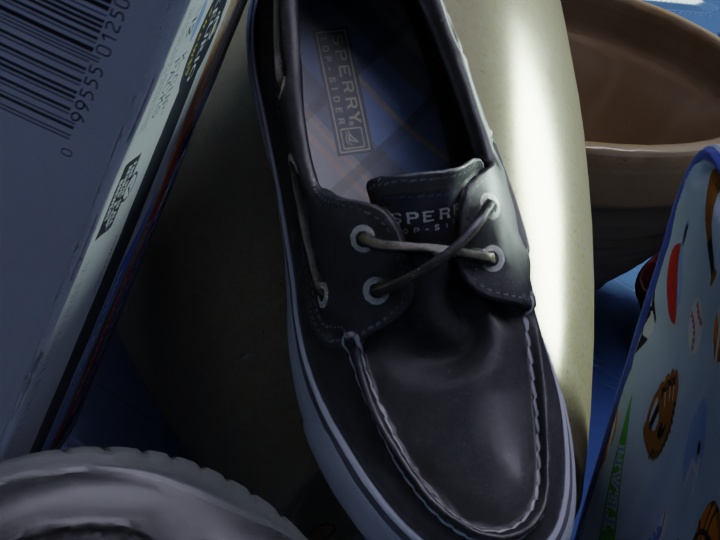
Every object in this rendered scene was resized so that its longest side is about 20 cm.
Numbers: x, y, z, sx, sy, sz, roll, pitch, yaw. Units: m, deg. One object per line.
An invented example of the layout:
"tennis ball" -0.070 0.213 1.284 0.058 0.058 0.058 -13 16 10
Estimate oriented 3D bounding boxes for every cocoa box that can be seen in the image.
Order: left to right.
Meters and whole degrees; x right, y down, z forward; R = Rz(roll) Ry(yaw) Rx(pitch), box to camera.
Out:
"cocoa box" -0.120 -0.037 0.628 0.133 0.201 0.131 25 21 1

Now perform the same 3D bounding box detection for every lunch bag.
"lunch bag" 0.106 0.070 0.628 0.075 0.201 0.161 11 25 -10

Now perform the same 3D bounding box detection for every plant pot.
"plant pot" 0.000 0.000 0.736 0.186 0.188 0.201 12 39 -28
"plant pot" 0.063 -0.050 0.967 0.199 0.093 0.201 9 26 -5

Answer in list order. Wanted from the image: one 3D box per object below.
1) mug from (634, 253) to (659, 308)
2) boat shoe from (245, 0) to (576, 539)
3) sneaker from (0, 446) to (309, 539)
"mug" 0.217 -0.013 0.962 0.133 0.178 0.200 30 8 -13
"boat shoe" 0.013 -0.014 0.622 0.069 0.066 0.201 -7 64 -9
"sneaker" -0.027 0.102 0.586 0.199 0.074 0.082 16 25 -20
